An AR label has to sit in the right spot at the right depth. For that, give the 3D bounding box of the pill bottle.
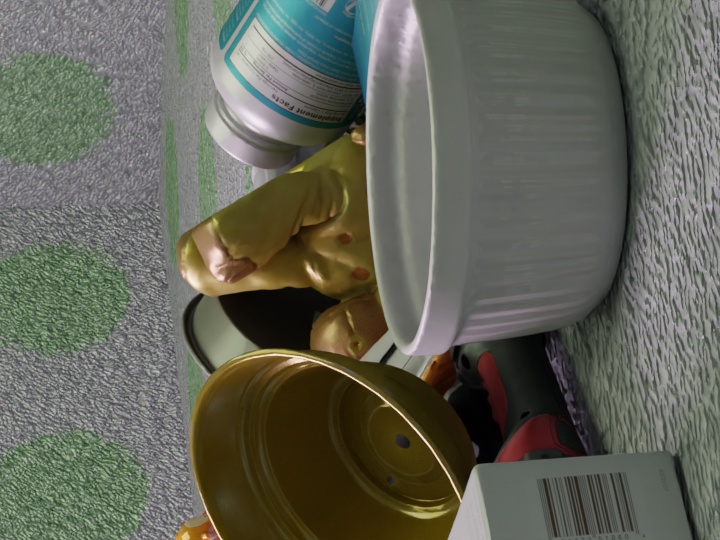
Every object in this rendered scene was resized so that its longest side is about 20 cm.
[{"bbox_3d":[-0.029,-0.161,1.505,0.200,0.111,0.111,-53,32,34],"label":"pill bottle"}]

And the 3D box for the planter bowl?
[{"bbox_3d":[0.005,0.115,1.292,0.083,0.200,0.201,-38,-37,-44],"label":"planter bowl"}]

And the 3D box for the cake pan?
[{"bbox_3d":[-0.024,0.052,1.551,0.200,0.200,0.037,-108,37,-59],"label":"cake pan"}]

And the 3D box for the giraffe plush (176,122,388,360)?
[{"bbox_3d":[0.000,0.000,1.477,0.162,0.200,0.173,59,-169,-2],"label":"giraffe plush"}]

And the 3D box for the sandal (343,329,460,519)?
[{"bbox_3d":[0.016,0.081,1.385,0.207,0.059,0.079,-59,-19,4],"label":"sandal"}]

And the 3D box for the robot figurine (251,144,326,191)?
[{"bbox_3d":[-0.023,-0.046,1.726,0.170,0.113,0.200,47,-156,-47],"label":"robot figurine"}]

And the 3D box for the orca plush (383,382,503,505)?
[{"bbox_3d":[0.061,0.160,1.397,0.071,0.105,0.200,40,123,25],"label":"orca plush"}]

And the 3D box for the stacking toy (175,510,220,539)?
[{"bbox_3d":[-0.027,0.173,1.535,0.116,0.199,0.110,174,94,-81],"label":"stacking toy"}]

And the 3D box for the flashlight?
[{"bbox_3d":[0.085,0.083,1.247,0.200,0.068,0.068,-108,10,-57],"label":"flashlight"}]

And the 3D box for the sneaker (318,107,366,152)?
[{"bbox_3d":[0.012,-0.085,1.571,0.067,0.090,0.201,-115,25,-73],"label":"sneaker"}]

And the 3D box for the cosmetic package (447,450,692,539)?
[{"bbox_3d":[0.092,0.167,1.119,0.200,0.101,0.074,100,164,-56],"label":"cosmetic package"}]

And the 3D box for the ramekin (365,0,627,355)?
[{"bbox_3d":[0.070,-0.056,1.189,0.200,0.105,0.201,178,90,-81],"label":"ramekin"}]

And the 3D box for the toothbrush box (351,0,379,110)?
[{"bbox_3d":[0.051,-0.173,1.332,0.147,0.085,0.200,-101,12,-49],"label":"toothbrush box"}]
